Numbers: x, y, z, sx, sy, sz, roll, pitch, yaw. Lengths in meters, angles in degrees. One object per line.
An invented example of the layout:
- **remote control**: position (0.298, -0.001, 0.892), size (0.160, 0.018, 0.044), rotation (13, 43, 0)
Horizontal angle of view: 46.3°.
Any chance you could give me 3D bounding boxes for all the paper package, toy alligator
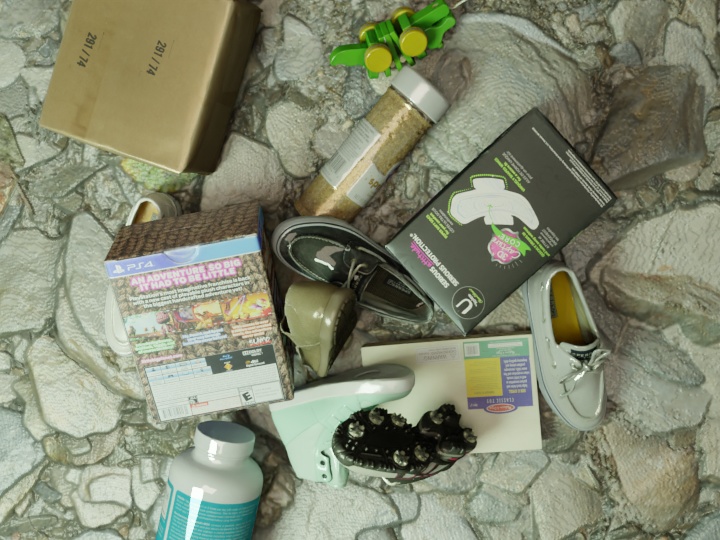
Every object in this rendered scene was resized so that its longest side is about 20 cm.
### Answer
- **paper package**: position (-0.232, -0.226, 0.936), size (0.189, 0.103, 0.202), rotation (19, 99, 7)
- **toy alligator**: position (0.063, -0.255, 0.918), size (0.198, 0.060, 0.054), rotation (-23, 134, 9)

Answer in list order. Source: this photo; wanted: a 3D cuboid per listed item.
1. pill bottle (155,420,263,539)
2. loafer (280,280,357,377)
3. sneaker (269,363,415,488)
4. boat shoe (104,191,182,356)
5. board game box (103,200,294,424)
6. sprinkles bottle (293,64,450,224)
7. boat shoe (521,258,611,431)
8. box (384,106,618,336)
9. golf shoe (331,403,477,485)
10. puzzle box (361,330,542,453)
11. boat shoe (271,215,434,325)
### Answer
- **pill bottle**: position (-0.176, 0.281, 0.977), size (0.110, 0.111, 0.202), rotation (14, 98, 6)
- **loafer**: position (-0.045, 0.055, 0.901), size (0.067, 0.200, 0.076), rotation (29, 66, 7)
- **sneaker**: position (-0.008, 0.176, 0.939), size (0.199, 0.073, 0.119), rotation (-20, 88, 36)
- **boat shoe**: position (-0.261, 0.007, 0.981), size (0.070, 0.070, 0.202), rotation (20, 98, 5)
- **board game box**: position (-0.167, 0.046, 0.915), size (0.157, 0.097, 0.202), rotation (-10, 115, -1)
- **sprinkles bottle**: position (0.012, -0.128, 0.929), size (0.068, 0.068, 0.200), rotation (41, 100, 2)
- **boat shoe**: position (0.232, 0.085, 0.898), size (0.074, 0.086, 0.204), rotation (-17, 101, -9)
- **box**: position (0.141, -0.053, 0.877), size (0.200, 0.149, 0.125), rotation (-42, 91, 9)
- **golf shoe**: position (0.039, 0.195, 0.878), size (0.088, 0.199, 0.077), rotation (-52, 52, 26)
- **puzzle box**: position (0.105, 0.144, 0.965), size (0.197, 0.025, 0.135), rotation (-5, 95, 8)
- **boat shoe**: position (0.000, 0.000, 0.905), size (0.198, 0.071, 0.073), rotation (20, 110, -19)
